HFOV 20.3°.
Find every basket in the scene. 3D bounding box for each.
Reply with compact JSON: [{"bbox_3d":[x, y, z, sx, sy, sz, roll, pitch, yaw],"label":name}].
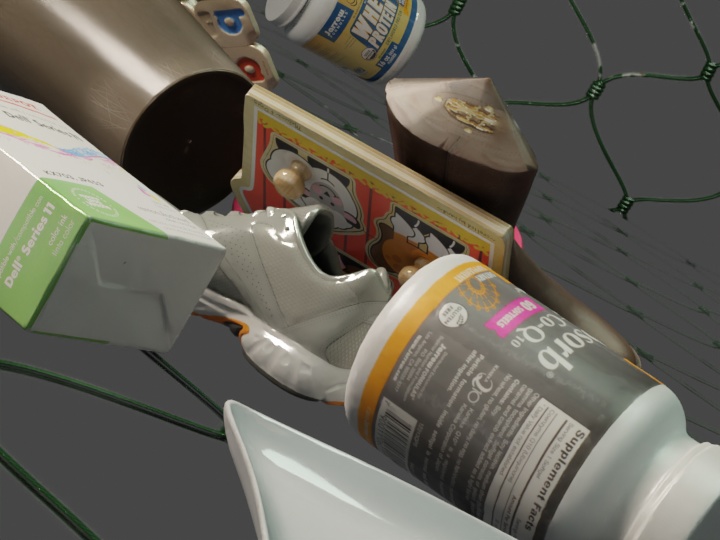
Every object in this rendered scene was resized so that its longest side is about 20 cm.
[{"bbox_3d":[-0.164,-0.133,1.363,0.180,0.137,0.200,13,23,-46],"label":"basket"}]

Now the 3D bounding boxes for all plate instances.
[{"bbox_3d":[0.032,0.140,0.846,0.199,0.032,0.200,27,10,-17],"label":"plate"}]

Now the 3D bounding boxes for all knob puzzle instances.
[{"bbox_3d":[0.000,0.000,1.186,0.219,0.031,0.220,29,-30,18],"label":"knob puzzle"}]

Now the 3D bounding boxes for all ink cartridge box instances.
[{"bbox_3d":[-0.179,-0.042,1.030,0.200,0.068,0.117,36,12,30],"label":"ink cartridge box"}]

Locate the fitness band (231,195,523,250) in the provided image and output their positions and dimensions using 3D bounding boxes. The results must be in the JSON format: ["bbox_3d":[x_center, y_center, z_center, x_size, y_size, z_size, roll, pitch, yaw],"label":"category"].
[{"bbox_3d":[0.010,-0.019,1.325,0.199,0.038,0.144,19,33,21],"label":"fitness band"}]

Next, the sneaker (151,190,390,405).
[{"bbox_3d":[-0.060,-0.009,1.143,0.199,0.092,0.076,34,11,25],"label":"sneaker"}]

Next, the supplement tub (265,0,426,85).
[{"bbox_3d":[-0.022,-0.368,2.871,0.199,0.145,0.145,25,11,-23],"label":"supplement tub"}]

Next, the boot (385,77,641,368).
[{"bbox_3d":[0.091,-0.018,1.147,0.185,0.064,0.201,26,-31,12],"label":"boot"}]

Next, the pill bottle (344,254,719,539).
[{"bbox_3d":[0.098,0.088,1.052,0.199,0.117,0.116,34,11,22],"label":"pill bottle"}]

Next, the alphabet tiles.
[{"bbox_3d":[-0.156,-0.184,1.506,0.194,0.201,0.015,0,35,35],"label":"alphabet tiles"}]
